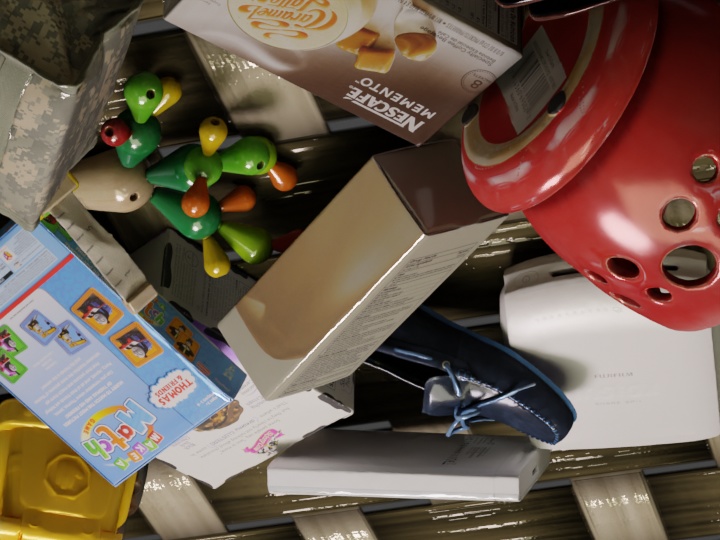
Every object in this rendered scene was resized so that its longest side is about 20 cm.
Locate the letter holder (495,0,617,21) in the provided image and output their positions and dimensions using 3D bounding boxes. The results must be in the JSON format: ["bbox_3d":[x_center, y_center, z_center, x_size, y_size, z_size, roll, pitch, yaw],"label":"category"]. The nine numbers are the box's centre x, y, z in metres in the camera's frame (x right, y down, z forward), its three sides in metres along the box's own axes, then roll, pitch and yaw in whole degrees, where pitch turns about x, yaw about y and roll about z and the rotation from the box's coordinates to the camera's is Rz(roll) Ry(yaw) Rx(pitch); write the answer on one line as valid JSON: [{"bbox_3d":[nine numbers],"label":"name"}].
[{"bbox_3d":[0.163,-0.209,1.389,0.199,0.143,0.101,-19,139,25],"label":"letter holder"}]

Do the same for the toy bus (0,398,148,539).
[{"bbox_3d":[-0.253,0.229,1.958,0.135,0.193,0.200,9,144,-12],"label":"toy bus"}]

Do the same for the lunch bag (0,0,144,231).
[{"bbox_3d":[-0.256,-0.146,1.508,0.199,0.118,0.164,31,142,1],"label":"lunch bag"}]

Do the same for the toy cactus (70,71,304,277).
[{"bbox_3d":[-0.134,-0.058,1.663,0.164,0.103,0.200,-6,152,27],"label":"toy cactus"}]

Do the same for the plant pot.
[{"bbox_3d":[0.179,-0.089,1.511,0.182,0.201,0.200,31,135,-24],"label":"plant pot"}]

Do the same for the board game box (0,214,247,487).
[{"bbox_3d":[-0.203,0.053,1.741,0.200,0.037,0.151,44,129,-12],"label":"board game box"}]

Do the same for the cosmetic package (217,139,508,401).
[{"bbox_3d":[0.000,0.000,1.681,0.105,0.071,0.200,-13,153,-52],"label":"cosmetic package"}]

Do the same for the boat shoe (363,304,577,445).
[{"bbox_3d":[0.063,0.084,1.785,0.199,0.069,0.084,26,152,18],"label":"boat shoe"}]

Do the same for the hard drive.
[{"bbox_3d":[0.040,0.153,1.889,0.199,0.132,0.027,1,100,15],"label":"hard drive"}]

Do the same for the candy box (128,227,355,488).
[{"bbox_3d":[-0.129,0.073,1.841,0.200,0.072,0.167,32,134,-33],"label":"candy box"}]

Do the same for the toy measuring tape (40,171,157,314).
[{"bbox_3d":[-0.214,-0.044,1.639,0.200,0.074,0.074,48,136,5],"label":"toy measuring tape"}]

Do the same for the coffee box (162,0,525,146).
[{"bbox_3d":[-0.008,-0.173,1.497,0.199,0.080,0.114,25,138,-28],"label":"coffee box"}]

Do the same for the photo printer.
[{"bbox_3d":[0.192,0.056,1.804,0.165,0.070,0.200,-4,143,8],"label":"photo printer"}]
